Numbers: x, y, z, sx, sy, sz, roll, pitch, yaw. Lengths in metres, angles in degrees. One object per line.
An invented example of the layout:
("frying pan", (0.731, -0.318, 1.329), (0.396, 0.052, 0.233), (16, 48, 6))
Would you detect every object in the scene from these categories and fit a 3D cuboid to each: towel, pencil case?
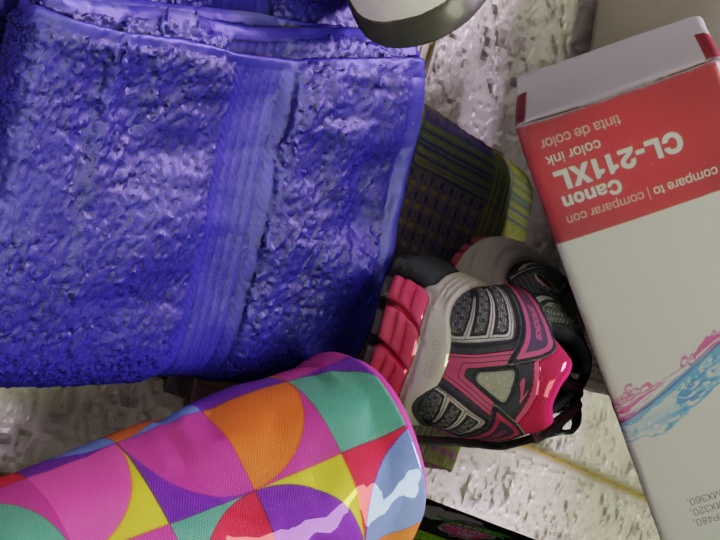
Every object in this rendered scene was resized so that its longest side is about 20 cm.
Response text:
("towel", (0.000, 0.000, 1.043), (0.200, 0.023, 0.144), (22, 85, -55))
("pencil case", (-0.072, 0.096, 0.897), (0.200, 0.088, 0.089), (-23, 123, -28))
("towel", (-0.061, -0.031, 0.903), (0.200, 0.049, 0.148), (1, 100, -45))

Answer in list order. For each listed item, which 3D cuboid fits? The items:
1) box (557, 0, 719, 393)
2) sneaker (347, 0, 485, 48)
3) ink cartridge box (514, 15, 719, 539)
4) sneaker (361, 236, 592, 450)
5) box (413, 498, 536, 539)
("box", (0.141, -0.043, 1.151), (0.068, 0.082, 0.201), (-7, 110, -52))
("sneaker", (0.015, -0.184, 0.924), (0.108, 0.067, 0.202), (53, 43, -47))
("ink cartridge box", (0.130, 0.013, 1.031), (0.146, 0.083, 0.201), (-72, 143, -78))
("sneaker", (0.058, 0.037, 1.025), (0.200, 0.074, 0.081), (-17, 124, -73))
("box", (0.036, 0.177, 1.008), (0.148, 0.200, 0.125), (-10, 113, -51))
